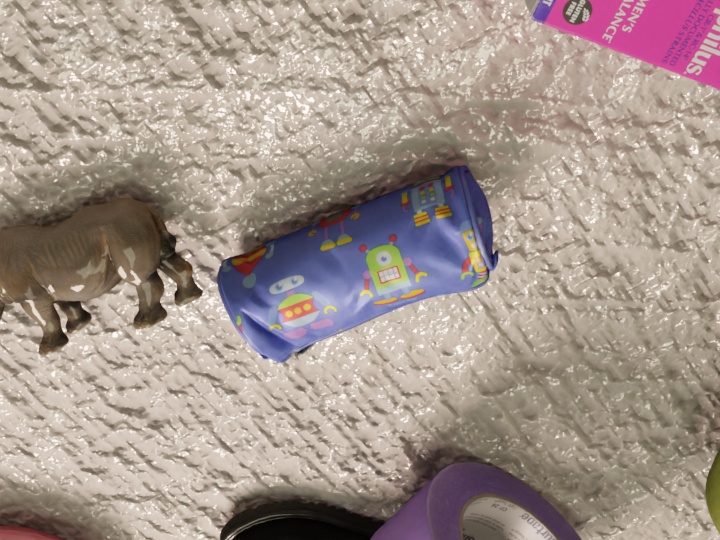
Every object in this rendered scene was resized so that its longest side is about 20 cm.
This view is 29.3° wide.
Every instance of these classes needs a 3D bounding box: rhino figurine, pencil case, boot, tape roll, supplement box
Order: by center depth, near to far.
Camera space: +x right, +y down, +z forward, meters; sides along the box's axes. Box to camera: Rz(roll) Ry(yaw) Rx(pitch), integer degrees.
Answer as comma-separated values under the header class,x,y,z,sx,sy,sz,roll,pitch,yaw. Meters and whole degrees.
class,x,y,z,sx,sy,sz,roll,pitch,yaw
supplement box,0.200,-0.181,0.816,0.199,0.104,0.102,16,124,-17
pencil case,0.000,0.000,0.952,0.199,0.078,0.087,-22,96,13
rhino figurine,-0.217,0.008,0.955,0.199,0.060,0.088,-15,108,8
tape roll,0.104,0.255,1.079,0.199,0.201,0.085,31,119,-24
boot,-0.012,0.275,1.111,0.210,0.158,0.080,11,126,-12

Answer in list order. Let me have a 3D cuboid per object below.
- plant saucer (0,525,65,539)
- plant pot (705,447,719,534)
class,x,y,z,sx,sy,sz,roll,pitch,yaw
plant saucer,-0.298,0.286,1.169,0.199,0.051,0.201,-2,128,-3
plant pot,0.353,0.134,1.031,0.199,0.201,0.190,9,139,-10
